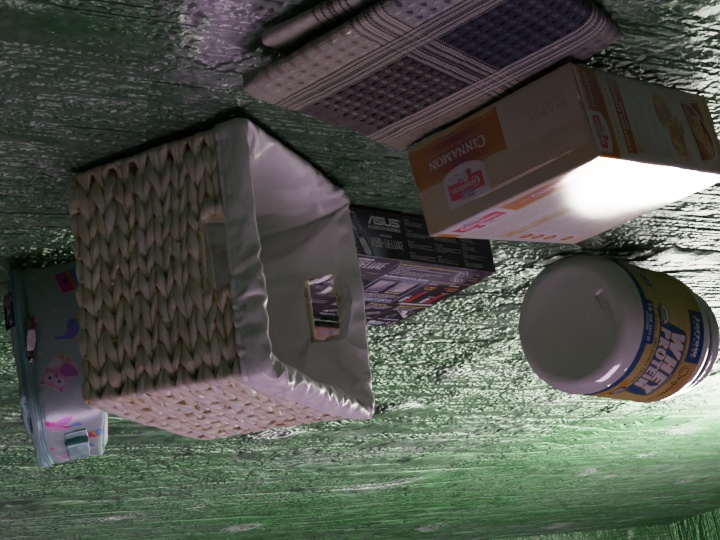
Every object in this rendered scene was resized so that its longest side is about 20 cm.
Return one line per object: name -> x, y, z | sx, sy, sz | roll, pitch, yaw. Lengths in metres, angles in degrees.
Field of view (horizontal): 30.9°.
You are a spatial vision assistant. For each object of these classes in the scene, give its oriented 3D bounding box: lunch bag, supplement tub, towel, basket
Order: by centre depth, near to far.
towel -> 0.046, -0.147, 0.856 | 0.200, 0.035, 0.192 | -24, 159, 31
basket -> -0.104, 0.019, 0.990 | 0.160, 0.199, 0.200 | -14, 161, 18
lunch bag -> -0.270, 0.090, 1.165 | 0.077, 0.161, 0.200 | -6, 161, -11
supplement tub -> 0.279, 0.065, 1.383 | 0.144, 0.145, 0.200 | -25, 156, 38

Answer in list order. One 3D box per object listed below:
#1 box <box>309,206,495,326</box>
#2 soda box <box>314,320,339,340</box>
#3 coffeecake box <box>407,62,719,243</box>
box -> 0.000, 0.000, 1.208 | 0.200, 0.050, 0.158 | 6, 155, -39
soda box -> -0.115, 0.078, 1.259 | 0.199, 0.069, 0.064 | 4, -177, -1
coffeecake box -> 0.160, -0.081, 0.984 | 0.153, 0.073, 0.200 | -25, 163, 38
